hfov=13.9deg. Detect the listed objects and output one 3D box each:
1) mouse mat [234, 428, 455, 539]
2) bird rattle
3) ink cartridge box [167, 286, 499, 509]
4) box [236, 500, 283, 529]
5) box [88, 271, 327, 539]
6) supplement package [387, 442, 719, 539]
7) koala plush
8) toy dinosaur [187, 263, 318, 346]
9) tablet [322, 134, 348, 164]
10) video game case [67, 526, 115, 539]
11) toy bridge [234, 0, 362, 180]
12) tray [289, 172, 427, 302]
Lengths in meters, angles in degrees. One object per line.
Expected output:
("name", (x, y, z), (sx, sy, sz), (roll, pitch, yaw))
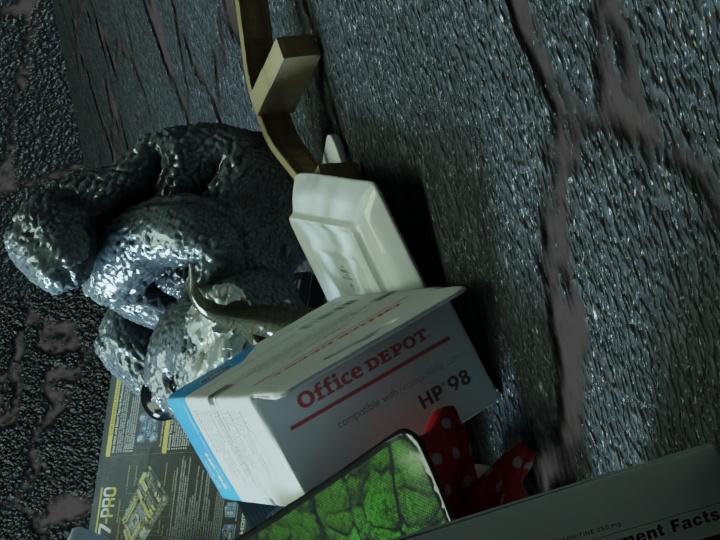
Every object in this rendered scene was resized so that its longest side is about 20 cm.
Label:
("mouse mat", (0.006, 0.177, 1.386), (0.200, 0.008, 0.161), (-39, 70, 54))
("bird rattle", (0.047, 0.159, 1.445), (0.163, 0.112, 0.200), (-66, -33, -76))
("ink cartridge box", (-0.011, 0.064, 1.484), (0.067, 0.116, 0.200), (63, 163, -7))
("box", (0.009, 0.183, 1.622), (0.200, 0.051, 0.158), (51, 179, -16))
("box", (-0.095, 0.105, 1.899), (0.049, 0.161, 0.200), (27, -116, -50))
("supplement package", (0.079, 0.192, 1.086), (0.191, 0.147, 0.200), (108, 146, -75))
("koala plush", (-0.084, 0.026, 1.781), (0.177, 0.184, 0.200), (53, -175, -46))
("toy dinosaur", (-0.020, 0.051, 1.645), (0.102, 0.077, 0.200), (17, 147, 49))
("tablet", (0.007, 0.030, 1.774), (0.130, 0.014, 0.200), (96, 158, -67))
("video game case", (-0.108, 0.248, 1.900), (0.182, 0.200, 0.022), (113, 177, -54))
("toy bridge", (-0.047, -0.116, 1.771), (0.067, 0.027, 0.200), (118, 139, -53))
("tray", (0.000, 0.000, 1.619), (0.108, 0.022, 0.200), (63, 170, -9))
